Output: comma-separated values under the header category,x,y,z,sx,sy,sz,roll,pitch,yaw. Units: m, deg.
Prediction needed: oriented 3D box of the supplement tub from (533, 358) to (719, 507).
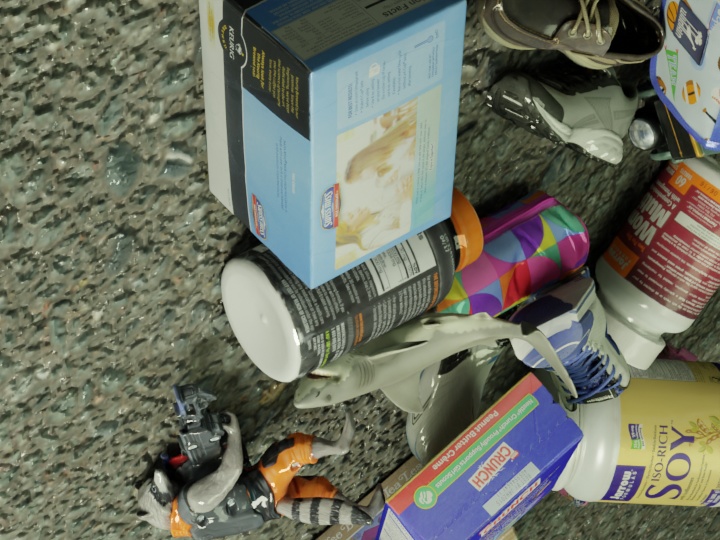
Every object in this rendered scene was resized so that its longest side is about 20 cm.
category,x,y,z,sx,sy,sz,roll,pitch,yaw
supplement tub,0.273,0.158,1.763,0.200,0.146,0.146,3,129,-11

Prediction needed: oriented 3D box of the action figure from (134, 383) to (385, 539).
category,x,y,z,sx,sy,sz,roll,pitch,yaw
action figure,-0.092,0.166,1.426,0.193,0.105,0.200,-12,149,8

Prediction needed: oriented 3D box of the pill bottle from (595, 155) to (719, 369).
category,x,y,z,sx,sy,sz,roll,pitch,yaw
pill bottle,0.294,-0.011,1.699,0.110,0.110,0.200,16,113,-54

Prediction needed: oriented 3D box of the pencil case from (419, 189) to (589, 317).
category,x,y,z,sx,sy,sz,roll,pitch,yaw
pencil case,0.101,0.001,1.523,0.200,0.088,0.088,-28,142,-28

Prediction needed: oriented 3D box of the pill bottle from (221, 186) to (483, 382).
category,x,y,z,sx,sy,sz,roll,pitch,yaw
pill bottle,0.000,0.000,1.384,0.200,0.106,0.106,-26,142,-28

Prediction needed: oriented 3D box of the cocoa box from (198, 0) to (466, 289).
category,x,y,z,sx,sy,sz,roll,pitch,yaw
cocoa box,-0.020,-0.116,1.217,0.133,0.131,0.200,-28,142,-26

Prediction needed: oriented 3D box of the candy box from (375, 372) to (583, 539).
category,x,y,z,sx,sy,sz,roll,pitch,yaw
candy box,0.098,0.192,1.538,0.169,0.077,0.200,-39,168,-14

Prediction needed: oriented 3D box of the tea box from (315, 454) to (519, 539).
category,x,y,z,sx,sy,sz,roll,pitch,yaw
tea box,0.051,0.312,1.743,0.200,0.134,0.197,-40,146,-10

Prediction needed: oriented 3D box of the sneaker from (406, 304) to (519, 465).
category,x,y,z,sx,sy,sz,roll,pitch,yaw
sneaker,0.087,0.083,1.620,0.072,0.072,0.200,12,105,-24

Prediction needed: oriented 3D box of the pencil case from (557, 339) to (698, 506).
category,x,y,z,sx,sy,sz,roll,pitch,yaw
pencil case,0.274,0.157,1.881,0.200,0.087,0.083,-42,116,-8

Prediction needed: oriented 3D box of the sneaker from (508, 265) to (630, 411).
category,x,y,z,sx,sy,sz,roll,pitch,yaw
sneaker,0.191,0.067,1.541,0.080,0.115,0.199,-25,-176,14

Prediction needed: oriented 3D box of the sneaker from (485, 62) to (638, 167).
category,x,y,z,sx,sy,sz,roll,pitch,yaw
sneaker,0.169,-0.143,1.467,0.200,0.074,0.079,9,109,-59

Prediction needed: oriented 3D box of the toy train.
category,x,y,z,sx,sy,sz,roll,pitch,yaw
toy train,0.326,-0.152,1.564,0.200,0.114,0.085,-26,104,-35

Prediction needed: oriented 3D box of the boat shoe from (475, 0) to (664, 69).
category,x,y,z,sx,sy,sz,roll,pitch,yaw
boat shoe,0.166,-0.201,1.367,0.200,0.073,0.075,4,91,-49

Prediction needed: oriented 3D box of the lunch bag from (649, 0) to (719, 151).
category,x,y,z,sx,sy,sz,roll,pitch,yaw
lunch bag,0.302,-0.216,1.421,0.200,0.124,0.170,-75,174,-47

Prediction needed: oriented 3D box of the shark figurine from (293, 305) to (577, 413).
category,x,y,z,sx,sy,sz,roll,pitch,yaw
shark figurine,0.058,0.076,1.416,0.214,0.128,0.090,-11,113,5
